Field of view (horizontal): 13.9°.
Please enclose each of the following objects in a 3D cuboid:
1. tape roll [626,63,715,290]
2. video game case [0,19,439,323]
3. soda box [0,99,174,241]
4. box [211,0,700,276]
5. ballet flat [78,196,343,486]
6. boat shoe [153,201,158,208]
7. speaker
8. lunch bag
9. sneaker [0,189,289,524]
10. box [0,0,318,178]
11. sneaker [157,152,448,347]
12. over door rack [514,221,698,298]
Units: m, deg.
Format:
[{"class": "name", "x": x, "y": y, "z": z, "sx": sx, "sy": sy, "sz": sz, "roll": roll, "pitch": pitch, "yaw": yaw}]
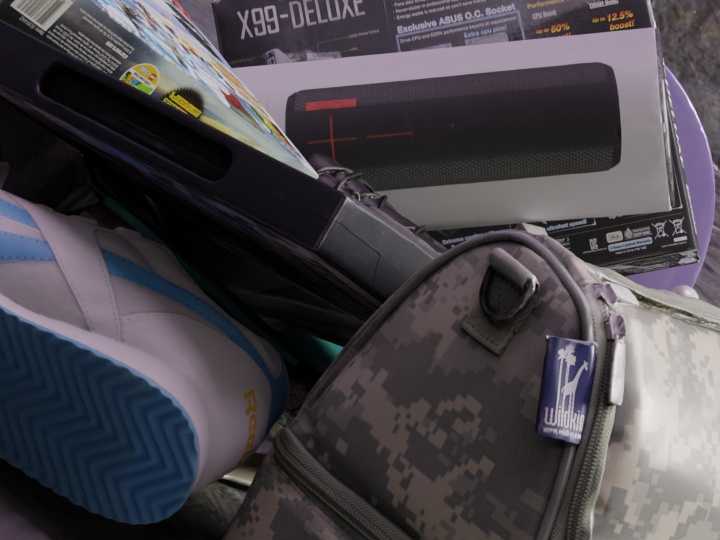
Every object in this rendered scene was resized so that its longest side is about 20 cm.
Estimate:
[{"class": "tape roll", "x": 0.068, "y": -0.041, "z": 1.453, "sx": 0.200, "sy": 0.200, "sz": 0.085, "roll": 27, "pitch": 11, "yaw": -14}, {"class": "video game case", "x": -0.028, "y": -0.016, "z": 1.043, "sx": 0.181, "sy": 0.026, "sz": 0.200, "roll": 28, "pitch": -4, "yaw": 35}, {"class": "soda box", "x": -0.139, "y": -0.051, "z": 1.168, "sx": 0.063, "sy": 0.071, "sz": 0.200, "roll": 46, "pitch": 8, "yaw": -40}, {"class": "box", "x": 0.042, "y": -0.063, "z": 1.348, "sx": 0.200, "sy": 0.158, "sz": 0.050, "roll": -12, "pitch": -8, "yaw": 6}, {"class": "ballet flat", "x": -0.044, "y": 0.043, "z": 1.094, "sx": 0.200, "sy": 0.071, "sz": 0.069, "roll": 32, "pitch": 9, "yaw": -45}, {"class": "boat shoe", "x": -0.127, "y": -0.052, "z": 1.332, "sx": 0.200, "sy": 0.072, "sz": 0.068, "roll": 34, "pitch": 13, "yaw": 37}, {"class": "speaker", "x": 0.034, "y": -0.057, "z": 1.282, "sx": 0.200, "sy": 0.081, "sz": 0.081, "roll": -4, "pitch": 8, "yaw": 7}, {"class": "lunch bag", "x": 0.070, "y": 0.078, "z": 0.976, "sx": 0.139, "sy": 0.168, "sz": 0.200, "roll": 37, "pitch": 13, "yaw": 37}, {"class": "sneaker", "x": -0.117, "y": 0.010, "z": 0.996, "sx": 0.200, "sy": 0.077, "sz": 0.081, "roll": 35, "pitch": 31, "yaw": 18}, {"class": "box", "x": -0.111, "y": -0.103, "z": 1.154, "sx": 0.137, "sy": 0.040, "sz": 0.200, "roll": 52, "pitch": 9, "yaw": 37}, {"class": "sneaker", "x": 0.000, "y": 0.000, "z": 1.208, "sx": 0.200, "sy": 0.091, "sz": 0.076, "roll": 9, "pitch": -7, "yaw": 14}, {"class": "over door rack", "x": 0.161, "y": 0.036, "z": 1.231, "sx": 0.148, "sy": 0.067, "sz": 0.200, "roll": 15, "pitch": 19, "yaw": -32}]
